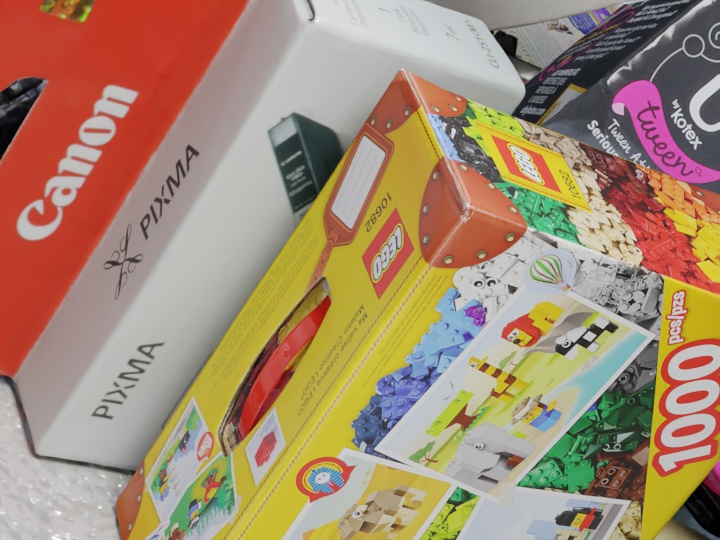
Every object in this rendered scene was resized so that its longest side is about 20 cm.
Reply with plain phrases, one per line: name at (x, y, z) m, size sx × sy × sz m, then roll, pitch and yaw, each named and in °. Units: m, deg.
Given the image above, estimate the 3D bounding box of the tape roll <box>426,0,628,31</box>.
tape roll at (0.117, -0.157, 1.022) m, size 0.203 × 0.202 × 0.037 m, roll -52°, pitch 126°, yaw -63°

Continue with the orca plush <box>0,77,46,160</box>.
orca plush at (-0.108, -0.098, 0.831) m, size 0.200 × 0.071 × 0.105 m, roll -23°, pitch 75°, yaw -50°

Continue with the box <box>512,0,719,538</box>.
box at (0.139, 0.002, 0.901) m, size 0.200 × 0.115 × 0.132 m, roll 53°, pitch -5°, yaw -9°

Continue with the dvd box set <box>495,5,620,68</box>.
dvd box set at (0.113, -0.122, 1.330) m, size 0.199 × 0.029 × 0.147 m, roll 13°, pitch 35°, yaw -37°

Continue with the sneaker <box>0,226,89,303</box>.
sneaker at (-0.095, 0.005, 0.853) m, size 0.199 × 0.087 × 0.075 m, roll -9°, pitch 13°, yaw -29°

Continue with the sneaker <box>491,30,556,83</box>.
sneaker at (0.039, -0.070, 1.083) m, size 0.071 × 0.098 × 0.200 m, roll 21°, pitch 7°, yaw -21°

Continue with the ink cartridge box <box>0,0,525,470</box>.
ink cartridge box at (-0.067, -0.019, 0.774) m, size 0.173 × 0.200 × 0.044 m, roll 13°, pitch 35°, yaw -36°

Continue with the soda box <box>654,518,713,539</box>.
soda box at (0.149, 0.159, 0.886) m, size 0.199 × 0.064 × 0.068 m, roll 28°, pitch 28°, yaw -12°

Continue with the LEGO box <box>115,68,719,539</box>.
LEGO box at (0.031, 0.051, 0.775) m, size 0.148 × 0.200 × 0.077 m, roll 18°, pitch 31°, yaw -30°
